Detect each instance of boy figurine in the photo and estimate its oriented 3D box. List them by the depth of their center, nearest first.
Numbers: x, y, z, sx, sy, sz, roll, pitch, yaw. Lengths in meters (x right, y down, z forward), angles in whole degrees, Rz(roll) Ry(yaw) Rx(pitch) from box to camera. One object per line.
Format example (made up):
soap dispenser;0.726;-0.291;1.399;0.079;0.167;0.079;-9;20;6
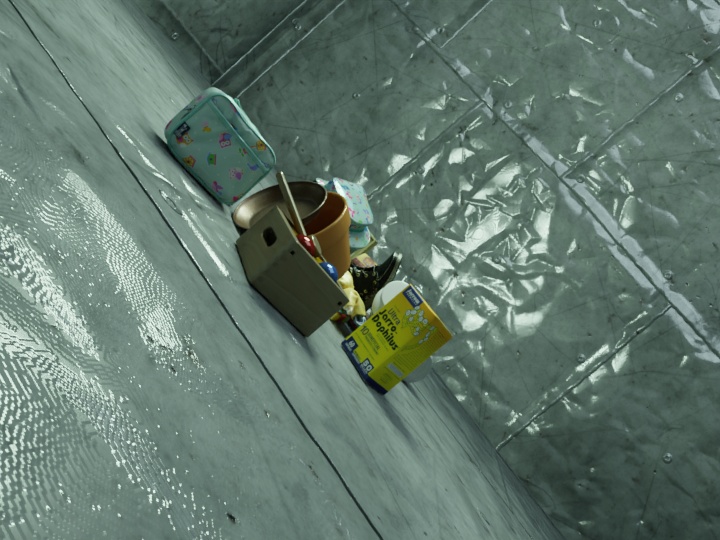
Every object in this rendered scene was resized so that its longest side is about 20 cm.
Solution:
boy figurine;-0.021;0.089;1.446;0.202;0.064;0.124;64;6;9

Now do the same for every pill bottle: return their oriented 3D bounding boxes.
pill bottle;0.079;0.104;1.473;0.113;0.111;0.201;51;-21;18
pill bottle;0.131;0.237;1.854;0.114;0.113;0.200;48;3;-35

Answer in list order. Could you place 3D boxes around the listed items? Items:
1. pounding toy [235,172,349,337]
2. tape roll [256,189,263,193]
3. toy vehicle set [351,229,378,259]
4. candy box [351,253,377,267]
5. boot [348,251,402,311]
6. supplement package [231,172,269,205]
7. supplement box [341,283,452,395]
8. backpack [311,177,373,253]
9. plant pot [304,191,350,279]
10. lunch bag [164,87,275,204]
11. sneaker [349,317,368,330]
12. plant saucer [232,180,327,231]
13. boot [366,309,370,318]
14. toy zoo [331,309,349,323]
pounding toy;-0.119;-0.033;1.070;0.184;0.142;0.200;49;4;-34
tape roll;-0.194;-0.095;1.449;0.201;0.065;0.200;51;4;-5
toy vehicle set;-0.062;-0.063;1.750;0.125;0.199;0.027;52;4;22
candy box;0.020;0.068;1.711;0.117;0.056;0.202;44;-35;34
boot;-0.001;0.001;1.514;0.153;0.204;0.074;33;37;-6
supplement package;-0.286;-0.242;1.366;0.110;0.113;0.200;50;2;-22
supplement box;0.078;0.148;1.299;0.109;0.199;0.110;51;3;38
backpack;-0.056;-0.138;1.616;0.176;0.149;0.203;8;64;-51
plant pot;-0.105;-0.055;1.287;0.200;0.198;0.142;-125;-166;-56
lunch bag;-0.270;-0.244;1.182;0.200;0.160;0.077;50;2;-33
sneaker;0.028;0.180;1.597;0.086;0.074;0.200;35;6;-38
plant saucer;-0.161;-0.121;1.240;0.201;0.198;0.037;-125;-162;-56
boot;-0.012;0.053;1.627;0.198;0.091;0.073;33;4;3
toy zoo;-0.089;0.067;1.485;0.132;0.020;0.200;52;3;12
